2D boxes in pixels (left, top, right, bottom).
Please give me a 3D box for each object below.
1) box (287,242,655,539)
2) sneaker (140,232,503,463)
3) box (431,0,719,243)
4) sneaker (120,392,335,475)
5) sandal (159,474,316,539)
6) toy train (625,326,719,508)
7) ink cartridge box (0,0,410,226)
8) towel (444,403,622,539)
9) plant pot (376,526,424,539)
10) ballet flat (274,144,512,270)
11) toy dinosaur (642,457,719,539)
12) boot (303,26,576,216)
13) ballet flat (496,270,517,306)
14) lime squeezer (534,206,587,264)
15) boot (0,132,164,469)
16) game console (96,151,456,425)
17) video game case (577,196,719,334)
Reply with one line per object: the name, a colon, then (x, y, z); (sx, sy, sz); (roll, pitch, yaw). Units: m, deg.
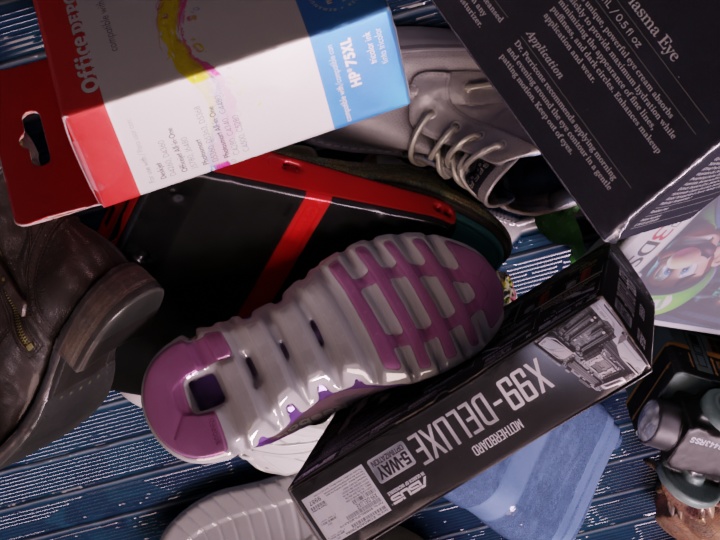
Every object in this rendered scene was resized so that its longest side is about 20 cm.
box: (0.065, 0.067, 1.065); (0.200, 0.158, 0.050); (-33, 94, 13)
sneaker: (-0.020, 0.044, 1.046); (0.200, 0.081, 0.088); (-23, 168, -3)
box: (0.136, -0.148, 0.854); (0.182, 0.200, 0.104); (-41, 166, 30)
sneaker: (-0.067, 0.091, 1.224); (0.199, 0.078, 0.099); (14, 138, -23)
sandal: (-0.044, 0.170, 1.331); (0.202, 0.083, 0.050); (-26, 179, 17)
toy train: (0.263, 0.102, 1.256); (0.199, 0.114, 0.085); (15, 125, -19)
ink cartridge box: (-0.089, -0.108, 0.941); (0.199, 0.116, 0.067); (-19, 140, -3)
towel: (0.088, 0.102, 1.245); (0.048, 0.112, 0.200); (15, 163, 44)
plant pot: (0.008, 0.260, 1.382); (0.200, 0.135, 0.201); (-5, 138, -5)
ballet flat: (-0.014, -0.041, 1.085); (0.199, 0.071, 0.071); (6, 137, -7)
toy dinosaur: (0.243, 0.163, 1.362); (0.135, 0.086, 0.200); (14, 151, -10)
boot: (0.054, -0.076, 1.038); (0.199, 0.096, 0.074); (-7, 139, -2)
ballet flat: (0.000, 0.000, 1.136); (0.199, 0.076, 0.064); (-1, 127, -13)
lime squeezer: (0.141, -0.045, 1.099); (0.070, 0.038, 0.200); (1, 150, -21)
boot: (-0.201, 0.000, 1.048); (0.200, 0.174, 0.069); (-50, 166, 34)
game console: (-0.064, 0.010, 1.075); (0.176, 0.031, 0.200); (11, 137, -21)
video game case: (0.242, -0.025, 1.160); (0.200, 0.023, 0.182); (8, 138, -36)
